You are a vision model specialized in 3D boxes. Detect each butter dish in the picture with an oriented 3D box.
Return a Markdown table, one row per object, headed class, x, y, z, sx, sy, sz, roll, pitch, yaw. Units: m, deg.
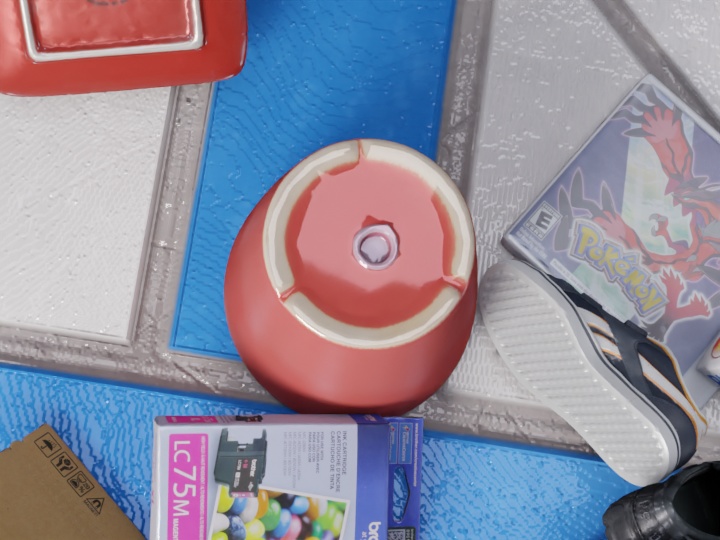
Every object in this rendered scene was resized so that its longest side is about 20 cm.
| class | x | y | z | sx | sy | sz | roll | pitch | yaw |
| --- | --- | --- | --- | --- | --- | --- | --- | --- | --- |
| butter dish | -0.190 | -0.248 | 1.132 | 0.198 | 0.148 | 0.201 | -6 | 122 | -5 |

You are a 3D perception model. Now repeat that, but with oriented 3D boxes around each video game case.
| class | x | y | z | sx | sy | sz | roll | pitch | yaw |
| --- | --- | --- | --- | --- | --- | --- | --- | --- | --- |
| video game case | 0.240 | -0.023 | 1.171 | 0.200 | 0.023 | 0.182 | 41 | 78 | 5 |

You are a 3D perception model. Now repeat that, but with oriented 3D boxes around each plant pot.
| class | x | y | z | sx | sy | sz | roll | pitch | yaw |
| --- | --- | --- | --- | --- | --- | --- | --- | --- | --- |
| plant pot | 0.000 | 0.000 | 1.069 | 0.199 | 0.177 | 0.202 | 1 | 78 | -5 |

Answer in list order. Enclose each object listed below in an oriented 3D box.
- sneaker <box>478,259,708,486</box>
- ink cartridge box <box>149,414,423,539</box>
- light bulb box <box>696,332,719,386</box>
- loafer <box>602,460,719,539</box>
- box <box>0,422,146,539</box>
| class | x | y | z | sx | sy | sz | roll | pitch | yaw |
| --- | --- | --- | --- | --- | --- | --- | --- | --- | --- |
| sneaker | 0.172 | 0.068 | 1.121 | 0.079 | 0.079 | 0.200 | -20 | 64 | -44 |
| ink cartridge box | -0.048 | 0.163 | 1.072 | 0.198 | 0.042 | 0.120 | 1 | 94 | -16 |
| light bulb box | 0.380 | 0.073 | 1.062 | 0.200 | 0.198 | 0.125 | 38 | 76 | -5 |
| loafer | 0.253 | 0.168 | 1.064 | 0.200 | 0.070 | 0.068 | -2 | 64 | -44 |
| box | -0.209 | 0.217 | 1.035 | 0.200 | 0.021 | 0.163 | 48 | 39 | 6 |
